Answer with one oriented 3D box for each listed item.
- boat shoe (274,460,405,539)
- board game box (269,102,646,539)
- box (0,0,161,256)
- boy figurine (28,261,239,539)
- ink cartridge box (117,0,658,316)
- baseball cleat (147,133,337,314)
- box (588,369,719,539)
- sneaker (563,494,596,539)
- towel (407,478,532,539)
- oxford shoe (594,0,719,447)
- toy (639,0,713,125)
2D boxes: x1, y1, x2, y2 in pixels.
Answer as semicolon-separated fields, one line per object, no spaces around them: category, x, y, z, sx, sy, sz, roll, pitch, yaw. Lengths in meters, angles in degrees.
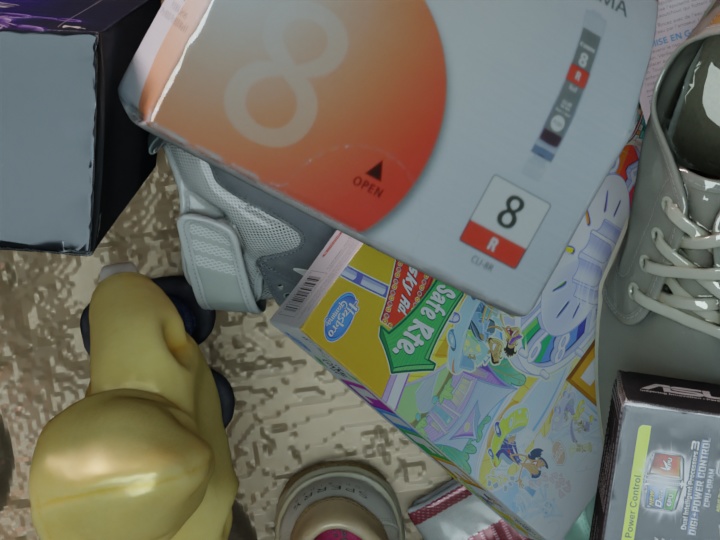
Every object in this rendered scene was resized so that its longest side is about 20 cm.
boat shoe;0.001;0.182;0.962;0.073;0.069;0.201;-12;100;4
board game box;0.078;-0.018;0.885;0.134;0.034;0.200;40;79;-20
box;-0.150;-0.062;0.853;0.140;0.200;0.079;6;101;0
boy figurine;-0.079;0.063;0.876;0.064;0.200;0.125;-11;104;3
ink cartridge box;0.036;-0.104;0.791;0.162;0.050;0.201;26;100;-26
baseball cleat;0.000;0.000;0.926;0.106;0.070;0.200;-36;109;21
box;0.151;0.145;0.806;0.159;0.044;0.201;7;101;2
sneaker;0.168;0.069;0.892;0.199;0.118;0.074;-17;97;-6
towel;0.129;0.146;0.977;0.144;0.023;0.201;-31;98;7
oxford shoe;0.120;-0.005;0.829;0.075;0.058;0.201;17;108;17
toy;0.163;-0.059;0.861;0.115;0.047;0.201;-15;90;17
